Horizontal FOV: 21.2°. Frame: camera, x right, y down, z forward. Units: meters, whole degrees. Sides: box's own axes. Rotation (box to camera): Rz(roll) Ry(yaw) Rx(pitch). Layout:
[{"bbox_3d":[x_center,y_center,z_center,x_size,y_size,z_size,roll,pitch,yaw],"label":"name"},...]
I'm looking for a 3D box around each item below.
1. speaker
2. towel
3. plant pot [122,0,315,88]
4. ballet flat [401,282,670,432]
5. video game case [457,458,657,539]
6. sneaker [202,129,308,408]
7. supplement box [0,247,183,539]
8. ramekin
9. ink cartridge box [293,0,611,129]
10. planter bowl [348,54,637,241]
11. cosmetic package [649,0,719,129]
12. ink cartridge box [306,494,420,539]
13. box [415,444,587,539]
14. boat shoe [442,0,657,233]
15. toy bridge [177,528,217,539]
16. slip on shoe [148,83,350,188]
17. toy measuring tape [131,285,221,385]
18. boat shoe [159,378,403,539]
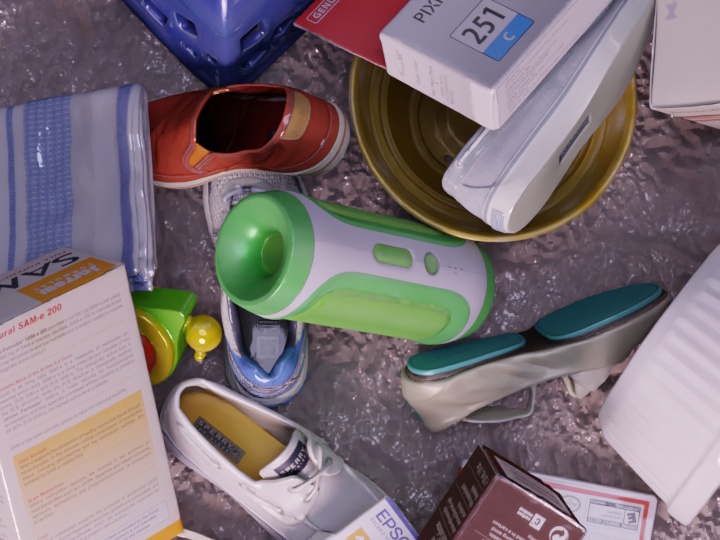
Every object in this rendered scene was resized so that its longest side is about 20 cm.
[{"bbox_3d":[0.000,0.000,1.281,0.199,0.088,0.089,11,81,-46],"label":"speaker"},{"bbox_3d":[-0.233,-0.046,1.320,0.199,0.024,0.148,-8,75,16],"label":"towel"},{"bbox_3d":[-0.092,-0.263,1.308,0.200,0.180,0.200,44,85,2],"label":"plant pot"},{"bbox_3d":[0.126,0.066,1.350,0.199,0.069,0.070,-17,85,-2],"label":"ballet flat"},{"bbox_3d":[0.122,0.244,1.349,0.142,0.017,0.201,11,84,-2],"label":"video game case"},{"bbox_3d":[-0.066,-0.008,1.330,0.077,0.085,0.201,-8,83,-4],"label":"sneaker"},{"bbox_3d":[-0.201,0.102,1.248,0.126,0.073,0.201,-27,117,-38],"label":"supplement box"},{"bbox_3d":[0.243,0.063,1.289,0.094,0.202,0.203,38,84,12],"label":"ramekin"},{"bbox_3d":[0.078,-0.205,1.280,0.176,0.045,0.200,30,65,27],"label":"ink cartridge box"},{"bbox_3d":[0.087,-0.115,1.348,0.199,0.083,0.202,1,83,-5],"label":"planter bowl"},{"bbox_3d":[0.297,-0.135,1.303,0.199,0.103,0.088,11,83,-40],"label":"cosmetic package"},{"bbox_3d":[-0.004,0.281,1.301,0.200,0.043,0.197,-37,97,0],"label":"ink cartridge box"},{"bbox_3d":[0.055,0.218,1.228,0.075,0.100,0.201,31,93,-6],"label":"box"},{"bbox_3d":[0.124,-0.118,1.273,0.071,0.070,0.201,30,71,19],"label":"boat shoe"},{"bbox_3d":[-0.139,0.212,1.334,0.199,0.027,0.068,-8,84,-5],"label":"toy bridge"},{"bbox_3d":[-0.100,-0.097,1.308,0.199,0.061,0.075,2,71,39],"label":"slip on shoe"},{"bbox_3d":[-0.190,0.042,1.338,0.199,0.074,0.074,5,84,14],"label":"toy measuring tape"},{"bbox_3d":[-0.049,0.138,1.319,0.200,0.070,0.071,36,68,3],"label":"boat shoe"}]
